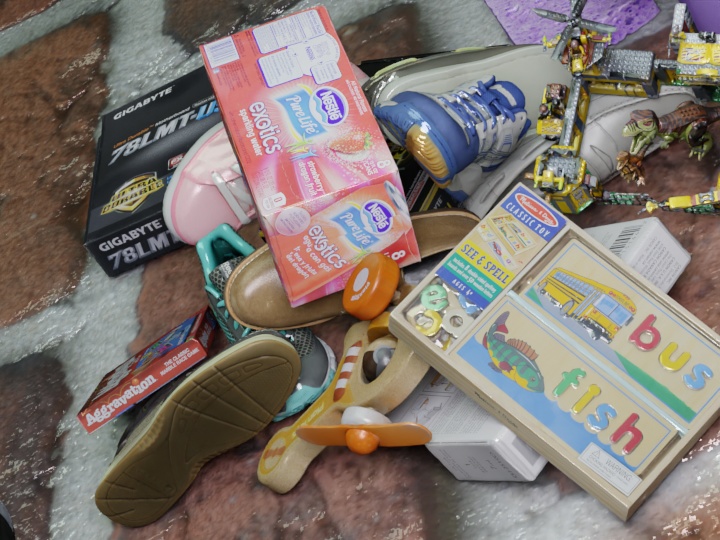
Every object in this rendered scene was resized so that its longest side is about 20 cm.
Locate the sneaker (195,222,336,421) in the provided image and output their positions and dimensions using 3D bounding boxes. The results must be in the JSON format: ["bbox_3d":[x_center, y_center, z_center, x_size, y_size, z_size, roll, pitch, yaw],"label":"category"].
[{"bbox_3d":[-0.082,0.035,1.626,0.077,0.091,0.200,-36,35,3],"label":"sneaker"}]

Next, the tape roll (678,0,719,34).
[{"bbox_3d":[0.328,-0.257,1.646,0.200,0.066,0.200,-24,36,19],"label":"tape roll"}]

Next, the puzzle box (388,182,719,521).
[{"bbox_3d":[0.134,0.048,1.379,0.200,0.025,0.133,38,68,18],"label":"puzzle box"}]

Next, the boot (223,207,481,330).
[{"bbox_3d":[0.000,0.000,1.549,0.199,0.074,0.075,-14,14,-4],"label":"boot"}]

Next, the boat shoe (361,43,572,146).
[{"bbox_3d":[0.094,-0.136,1.638,0.201,0.072,0.060,-9,21,-24],"label":"boat shoe"}]

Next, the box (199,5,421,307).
[{"bbox_3d":[-0.037,-0.085,1.544,0.102,0.095,0.200,-20,45,-3],"label":"box"}]

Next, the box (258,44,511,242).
[{"bbox_3d":[0.029,-0.089,1.720,0.159,0.049,0.200,-3,46,41],"label":"box"}]

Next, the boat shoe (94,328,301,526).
[{"bbox_3d":[-0.122,0.102,1.567,0.200,0.073,0.065,-41,31,22],"label":"boat shoe"}]

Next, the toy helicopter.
[{"bbox_3d":[-0.007,0.093,1.487,0.200,0.079,0.133,-46,27,31],"label":"toy helicopter"}]

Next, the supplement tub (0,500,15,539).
[{"bbox_3d":[-0.297,0.246,1.534,0.122,0.123,0.200,-32,34,5],"label":"supplement tub"}]

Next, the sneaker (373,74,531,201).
[{"bbox_3d":[0.069,-0.106,1.505,0.088,0.075,0.200,-40,-8,6],"label":"sneaker"}]

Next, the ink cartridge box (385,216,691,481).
[{"bbox_3d":[0.111,0.054,1.480,0.200,0.045,0.176,-51,20,-22],"label":"ink cartridge box"}]

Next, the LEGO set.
[{"bbox_3d":[0.198,-0.111,1.472,0.199,0.116,0.154,14,75,25],"label":"LEGO set"}]

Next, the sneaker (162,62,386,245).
[{"bbox_3d":[-0.059,-0.086,1.682,0.200,0.075,0.105,-39,30,-10],"label":"sneaker"}]

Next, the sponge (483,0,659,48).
[{"bbox_3d":[0.162,-0.232,1.790,0.111,0.030,0.200,-33,34,5],"label":"sponge"}]

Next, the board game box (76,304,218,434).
[{"bbox_3d":[-0.156,0.072,1.629,0.103,0.019,0.200,-35,5,2],"label":"board game box"}]

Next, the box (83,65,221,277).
[{"bbox_3d":[-0.140,-0.105,1.885,0.199,0.050,0.199,-23,37,17],"label":"box"}]

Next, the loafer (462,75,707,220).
[{"bbox_3d":[0.164,-0.084,1.584,0.200,0.070,0.070,-28,39,25],"label":"loafer"}]
